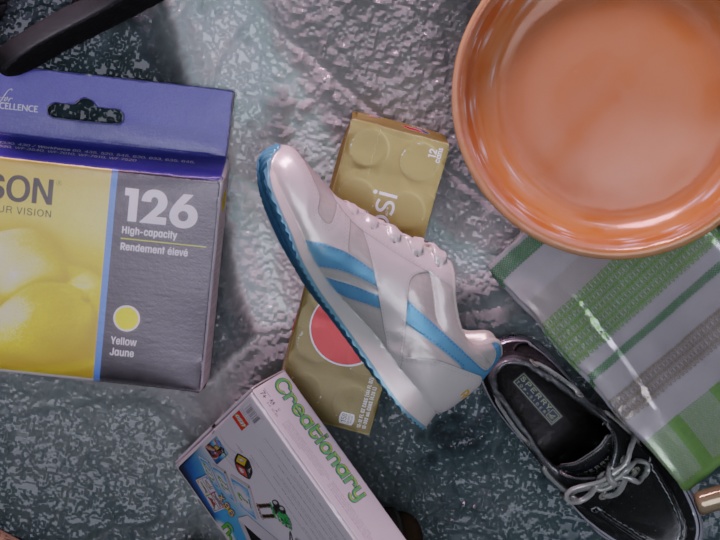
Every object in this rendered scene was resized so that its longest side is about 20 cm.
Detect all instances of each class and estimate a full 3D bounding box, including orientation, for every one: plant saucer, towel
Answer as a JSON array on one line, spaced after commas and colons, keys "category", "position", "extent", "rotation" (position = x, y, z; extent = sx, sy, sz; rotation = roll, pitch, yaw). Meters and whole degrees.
[{"category": "plant saucer", "position": [0.156, -0.106, 1.063], "extent": [0.200, 0.037, 0.200], "rotation": [0, 88, 10]}, {"category": "towel", "position": [0.184, 0.029, 1.111], "extent": [0.200, 0.031, 0.149], "rotation": [50, 131, 11]}]

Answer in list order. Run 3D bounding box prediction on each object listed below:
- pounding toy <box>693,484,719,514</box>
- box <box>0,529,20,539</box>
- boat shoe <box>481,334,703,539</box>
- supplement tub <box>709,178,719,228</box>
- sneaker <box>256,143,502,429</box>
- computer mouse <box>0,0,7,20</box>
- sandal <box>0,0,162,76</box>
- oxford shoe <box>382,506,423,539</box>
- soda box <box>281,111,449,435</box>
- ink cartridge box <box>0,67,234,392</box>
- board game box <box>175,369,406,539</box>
[{"category": "pounding toy", "position": [0.354, 0.126, 1.118], "extent": [0.200, 0.142, 0.184], "rotation": [34, 98, 20]}, {"category": "box", "position": [-0.269, 0.216, 1.170], "extent": [0.200, 0.095, 0.078], "rotation": [29, 98, -6]}, {"category": "boat shoe", "position": [0.158, 0.125, 1.169], "extent": [0.074, 0.068, 0.199], "rotation": [-38, 98, 6]}, {"category": "supplement tub", "position": [0.315, -0.076, 1.106], "extent": [0.200, 0.132, 0.132], "rotation": [-40, 97, 7]}, {"category": "sneaker", "position": [0.008, -0.001, 1.087], "extent": [0.081, 0.077, 0.200], "rotation": [-37, 103, -3]}, {"category": "computer mouse", "position": [-0.309, -0.122, 1.121], "extent": [0.200, 0.046, 0.141], "rotation": [-25, 82, 4]}, {"category": "sandal", "position": [-0.153, -0.189, 1.117], "extent": [0.200, 0.075, 0.045], "rotation": [-27, 87, 6]}, {"category": "oxford shoe", "position": [0.049, 0.252, 1.198], "extent": [0.084, 0.073, 0.200], "rotation": [-14, 101, -16]}, {"category": "soda box", "position": [0.000, 0.000, 1.151], "extent": [0.068, 0.064, 0.200], "rotation": [15, 99, -2]}, {"category": "ink cartridge box", "position": [-0.190, -0.028, 1.156], "extent": [0.197, 0.047, 0.200], "rotation": [6, 102, 0]}, {"category": "board game box", "position": [-0.030, 0.175, 1.133], "extent": [0.035, 0.126, 0.200], "rotation": [-31, 82, -39]}]
